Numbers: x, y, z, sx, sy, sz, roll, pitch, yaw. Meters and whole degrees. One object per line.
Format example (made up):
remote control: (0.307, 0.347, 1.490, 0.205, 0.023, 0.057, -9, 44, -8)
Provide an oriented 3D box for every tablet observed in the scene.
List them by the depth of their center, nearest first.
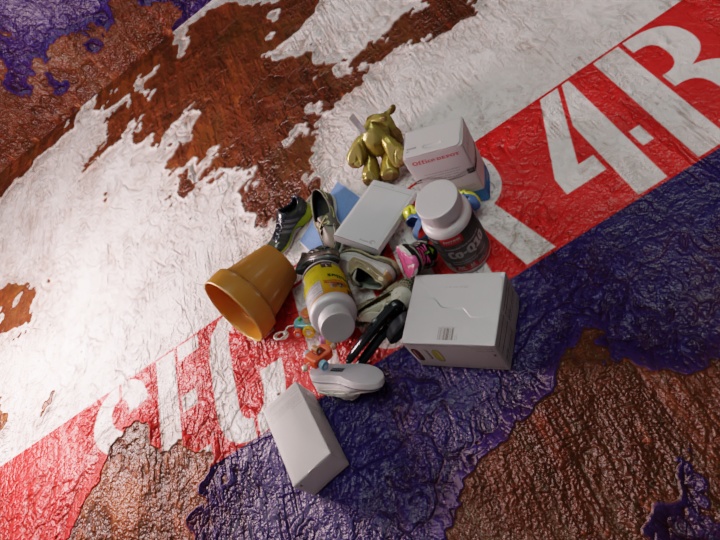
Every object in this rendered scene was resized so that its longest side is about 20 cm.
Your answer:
tablet: (-0.080, -0.132, 1.571, 0.202, 0.014, 0.130, -56, 44, 5)

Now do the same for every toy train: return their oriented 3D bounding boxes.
toy train: (-0.115, 0.148, 1.363, 0.148, 0.057, 0.198, -28, 36, -31)

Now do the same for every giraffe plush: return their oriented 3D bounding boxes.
giraffe plush: (0.052, -0.351, 1.575, 0.169, 0.203, 0.163, -15, 24, 28)

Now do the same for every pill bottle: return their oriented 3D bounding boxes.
pill bottle: (0.197, -0.092, 1.258, 0.112, 0.200, 0.116, -17, 52, 23)
pill bottle: (-0.069, 0.070, 1.326, 0.108, 0.110, 0.201, -35, 33, 8)

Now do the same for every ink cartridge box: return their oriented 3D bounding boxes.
ink cartridge box: (0.201, -0.239, 1.353, 0.141, 0.200, 0.086, -10, 55, 27)

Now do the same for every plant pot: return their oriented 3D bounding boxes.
plant pot: (-0.263, 0.042, 1.497, 0.197, 0.203, 0.184, 19, 56, 40)

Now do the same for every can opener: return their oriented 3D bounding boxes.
can opener: (0.033, 0.141, 1.274, 0.200, 0.063, 0.079, -45, 19, 25)

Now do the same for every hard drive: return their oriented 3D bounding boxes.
hard drive: (0.038, -0.135, 1.452, 0.130, 0.027, 0.202, 19, 59, 28)

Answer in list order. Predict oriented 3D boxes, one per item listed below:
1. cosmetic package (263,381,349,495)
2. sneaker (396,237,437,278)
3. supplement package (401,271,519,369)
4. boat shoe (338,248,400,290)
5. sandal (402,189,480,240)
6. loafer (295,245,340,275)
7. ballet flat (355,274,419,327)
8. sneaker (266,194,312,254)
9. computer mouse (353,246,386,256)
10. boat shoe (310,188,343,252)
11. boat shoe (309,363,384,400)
cosmetic package: (-0.119, 0.353, 1.252, 0.107, 0.085, 0.201, -39, 48, 5)
sneaker: (0.129, -0.033, 1.299, 0.086, 0.200, 0.075, -22, 90, 3)
supplement package: (0.203, 0.102, 1.186, 0.196, 0.111, 0.159, -3, 58, 33)
boat shoe: (0.000, 0.000, 1.399, 0.197, 0.076, 0.068, 7, 42, 44)
sandal: (0.191, -0.123, 1.375, 0.197, 0.079, 0.089, -19, 54, 32)
loafer: (-0.111, -0.036, 1.465, 0.199, 0.070, 0.065, -22, 60, 58)
ballet flat: (0.060, 0.079, 1.322, 0.197, 0.069, 0.075, -28, 8, 17)
sneaker: (-0.214, -0.125, 1.635, 0.073, 0.081, 0.202, 21, 74, 41)
computer mouse: (0.022, -0.107, 1.486, 0.135, 0.053, 0.204, -8, 57, 28)
boat shoe: (-0.090, -0.126, 1.524, 0.071, 0.060, 0.205, -33, 50, 26)
boat shoe: (-0.027, 0.247, 1.272, 0.196, 0.067, 0.072, -4, 22, 34)
